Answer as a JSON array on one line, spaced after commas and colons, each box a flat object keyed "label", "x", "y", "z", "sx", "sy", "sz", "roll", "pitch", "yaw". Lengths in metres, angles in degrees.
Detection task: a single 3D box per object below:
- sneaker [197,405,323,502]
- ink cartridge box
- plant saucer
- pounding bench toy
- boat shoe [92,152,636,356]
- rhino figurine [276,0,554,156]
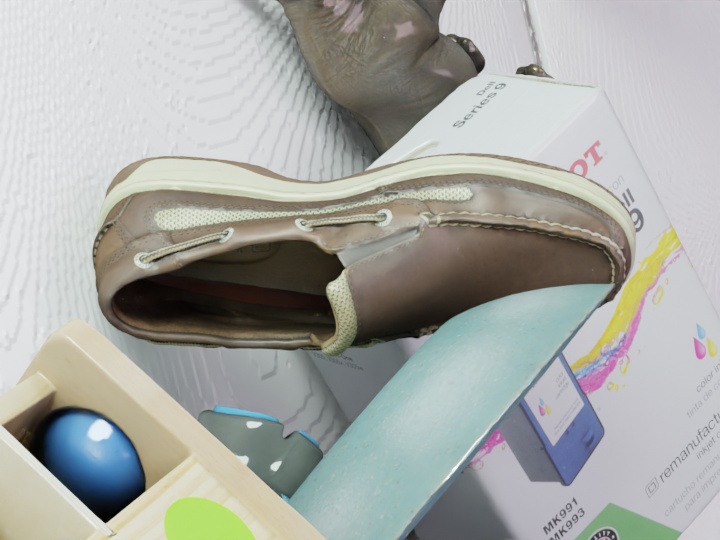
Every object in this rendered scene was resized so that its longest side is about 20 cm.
[{"label": "sneaker", "x": -0.018, "y": 0.134, "z": 0.984, "sx": 0.200, "sy": 0.073, "sz": 0.082, "roll": 45, "pitch": 65, "yaw": -39}, {"label": "ink cartridge box", "x": 0.072, "y": 0.037, "z": 1.065, "sx": 0.145, "sy": 0.087, "sz": 0.200, "roll": -43, "pitch": 119, "yaw": -24}, {"label": "plant saucer", "x": 0.011, "y": 0.070, "z": 0.859, "sx": 0.039, "sy": 0.201, "sz": 0.201, "roll": 41, "pitch": 34, "yaw": 6}, {"label": "pounding bench toy", "x": -0.071, "y": 0.140, "z": 0.735, "sx": 0.200, "sy": 0.124, "sz": 0.156, "roll": 42, "pitch": 33, "yaw": 8}, {"label": "boat shoe", "x": 0.000, "y": 0.005, "z": 0.912, "sx": 0.075, "sy": 0.202, "sz": 0.075, "roll": -82, "pitch": 169, "yaw": -52}, {"label": "rhino figurine", "x": 0.010, "y": -0.105, "z": 1.089, "sx": 0.200, "sy": 0.060, "sz": 0.088, "roll": 46, "pitch": 61, "yaw": -39}]
